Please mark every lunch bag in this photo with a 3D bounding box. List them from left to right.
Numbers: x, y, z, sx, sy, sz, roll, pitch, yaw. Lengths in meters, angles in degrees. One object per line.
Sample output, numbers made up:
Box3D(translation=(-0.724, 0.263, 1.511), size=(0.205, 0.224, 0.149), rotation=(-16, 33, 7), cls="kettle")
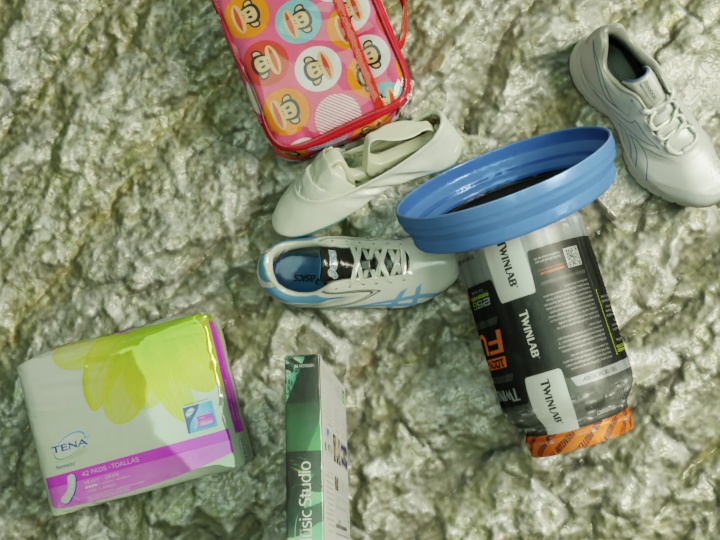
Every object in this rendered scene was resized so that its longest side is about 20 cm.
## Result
Box3D(translation=(-0.035, -0.221, 0.974), size=(0.174, 0.082, 0.202), rotation=(-22, 85, -1), cls="lunch bag")

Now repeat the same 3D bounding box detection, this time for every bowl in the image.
Box3D(translation=(0.129, -0.070, 0.887), size=(0.199, 0.201, 0.040), rotation=(-22, 104, 4), cls="bowl")

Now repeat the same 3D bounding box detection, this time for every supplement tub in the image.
Box3D(translation=(0.168, 0.056, 0.906), size=(0.121, 0.123, 0.202), rotation=(-17, 83, 4), cls="supplement tub")

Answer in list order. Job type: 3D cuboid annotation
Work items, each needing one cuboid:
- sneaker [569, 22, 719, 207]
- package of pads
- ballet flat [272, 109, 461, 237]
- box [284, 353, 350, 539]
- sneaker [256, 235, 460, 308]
Box3D(translation=(0.266, -0.141, 0.931), size=(0.074, 0.087, 0.201), rotation=(-39, 84, -1), cls="sneaker")
Box3D(translation=(-0.215, 0.132, 0.964), size=(0.198, 0.068, 0.156), rotation=(-16, 84, 4), cls="package of pads")
Box3D(translation=(0.000, -0.099, 0.956), size=(0.198, 0.069, 0.070), rotation=(-24, 83, -1), cls="ballet flat")
Box3D(translation=(-0.036, 0.187, 0.885), size=(0.036, 0.144, 0.203), rotation=(-6, 71, 7), cls="box")
Box3D(translation=(0.000, 0.000, 0.953), size=(0.197, 0.072, 0.073), rotation=(-4, 83, 4), cls="sneaker")
